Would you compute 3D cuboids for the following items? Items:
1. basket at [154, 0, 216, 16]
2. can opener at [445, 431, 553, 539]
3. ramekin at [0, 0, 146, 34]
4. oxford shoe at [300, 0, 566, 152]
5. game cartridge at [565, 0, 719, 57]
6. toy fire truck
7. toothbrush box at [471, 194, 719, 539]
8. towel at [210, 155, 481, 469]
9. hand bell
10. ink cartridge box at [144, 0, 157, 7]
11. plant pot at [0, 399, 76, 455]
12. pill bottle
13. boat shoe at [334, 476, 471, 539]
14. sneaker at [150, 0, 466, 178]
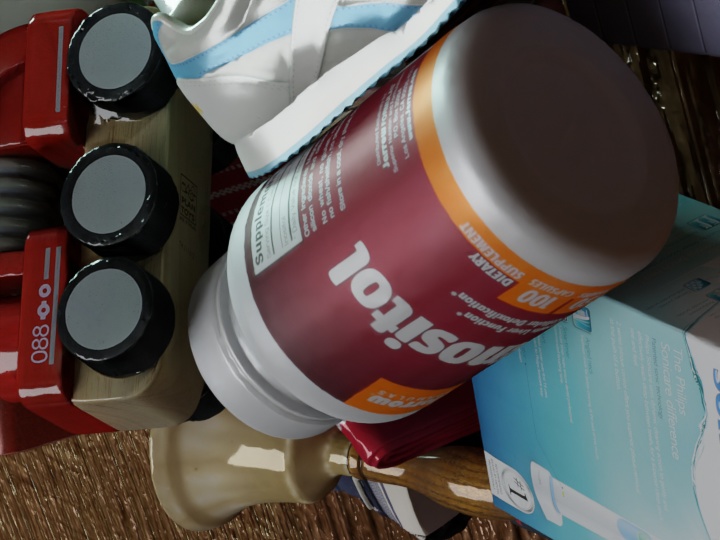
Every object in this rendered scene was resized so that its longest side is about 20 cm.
[{"bbox_3d":[-0.042,-0.214,0.968,0.136,0.123,0.201,-122,23,-47],"label":"basket"},{"bbox_3d":[0.088,0.100,1.120,0.200,0.063,0.079,30,154,46],"label":"can opener"},{"bbox_3d":[-0.189,-0.092,1.119,0.098,0.199,0.201,52,154,42],"label":"ramekin"},{"bbox_3d":[0.025,-0.064,1.006,0.200,0.070,0.075,-7,121,56],"label":"oxford shoe"},{"bbox_3d":[0.099,-0.177,0.877,0.129,0.038,0.201,11,124,53],"label":"game cartridge"},{"bbox_3d":[-0.153,-0.010,1.049,0.129,0.199,0.177,41,-134,-63],"label":"toy fire truck"},{"bbox_3d":[0.135,0.056,0.969,0.200,0.085,0.147,26,135,51],"label":"toothbrush box"},{"bbox_3d":[0.000,0.000,1.098,0.200,0.144,0.023,50,136,24],"label":"towel"},{"bbox_3d":[0.008,0.090,1.126,0.199,0.104,0.105,8,124,33],"label":"hand bell"},{"bbox_3d":[-0.126,-0.191,1.233,0.200,0.067,0.117,45,149,34],"label":"ink cartridge box"},{"bbox_3d":[-0.171,-0.024,1.352,0.200,0.199,0.177,18,119,55],"label":"plant pot"},{"bbox_3d":[0.020,-0.009,0.920,0.200,0.113,0.113,-36,82,45],"label":"pill bottle"},{"bbox_3d":[-0.003,0.047,1.223,0.092,0.075,0.201,17,130,46],"label":"boat shoe"},{"bbox_3d":[0.002,-0.121,0.893,0.200,0.077,0.081,-40,95,26],"label":"sneaker"}]
